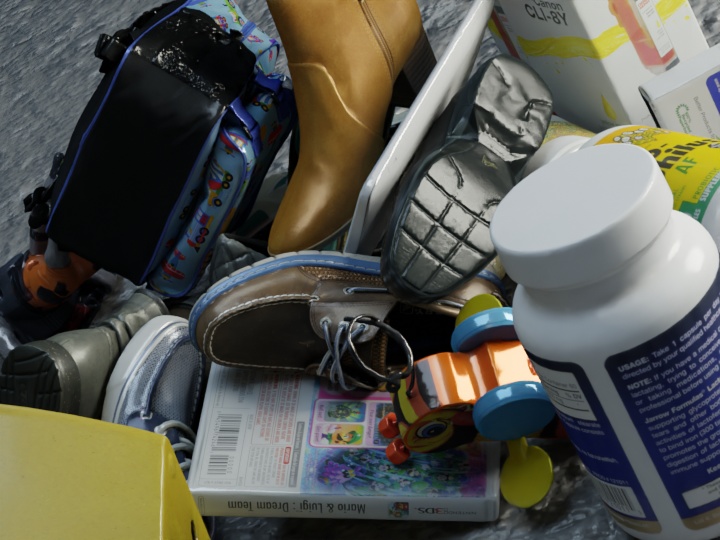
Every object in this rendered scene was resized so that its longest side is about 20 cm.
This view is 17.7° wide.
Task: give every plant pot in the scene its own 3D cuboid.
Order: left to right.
[{"bbox_3d":[-0.175,0.190,1.266,0.176,0.200,0.200,-9,49,6],"label":"plant pot"}]

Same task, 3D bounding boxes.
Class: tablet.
[{"bbox_3d":[0.037,-0.085,1.490,0.014,0.130,0.200,27,58,6],"label":"tablet"}]

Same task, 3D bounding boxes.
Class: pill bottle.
[{"bbox_3d":[0.150,0.039,1.228,0.116,0.200,0.116,-22,29,13],"label":"pill bottle"},{"bbox_3d":[0.186,-0.028,1.398,0.113,0.113,0.200,-41,30,-21],"label":"pill bottle"}]

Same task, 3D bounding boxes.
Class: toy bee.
[{"bbox_3d":[0.061,0.068,1.330,0.109,0.200,0.131,-50,24,44],"label":"toy bee"}]

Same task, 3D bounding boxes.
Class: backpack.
[{"bbox_3d":[-0.121,-0.101,1.606,0.183,0.135,0.200,-61,-1,31],"label":"backpack"}]

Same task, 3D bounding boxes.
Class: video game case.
[{"bbox_3d":[-0.005,0.083,1.414,0.182,0.024,0.200,1,33,4],"label":"video game case"}]

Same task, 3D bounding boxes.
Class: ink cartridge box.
[{"bbox_3d":[0.154,-0.168,1.564,0.083,0.200,0.145,-37,29,-15],"label":"ink cartridge box"},{"bbox_3d":[0.286,-0.121,1.478,0.200,0.095,0.037,-27,27,4],"label":"ink cartridge box"}]

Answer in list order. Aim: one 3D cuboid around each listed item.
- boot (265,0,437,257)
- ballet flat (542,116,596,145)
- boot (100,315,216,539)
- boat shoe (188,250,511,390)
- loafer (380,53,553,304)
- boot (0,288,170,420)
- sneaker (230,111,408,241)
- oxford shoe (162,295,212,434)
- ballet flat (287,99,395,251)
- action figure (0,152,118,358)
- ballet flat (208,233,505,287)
[{"bbox_3d":[-0.029,-0.119,1.494,0.071,0.144,0.201,5,50,43],"label":"boot"},{"bbox_3d":[0.095,-0.078,1.574,0.200,0.071,0.071,-14,31,40],"label":"ballet flat"},{"bbox_3d":[-0.118,0.126,1.430,0.090,0.073,0.200,5,71,38],"label":"boot"},{"bbox_3d":[-0.003,0.032,1.404,0.200,0.072,0.072,-8,35,-11],"label":"boat shoe"},{"bbox_3d":[0.058,-0.046,1.430,0.072,0.073,0.200,-38,15,48],"label":"loafer"},{"bbox_3d":[-0.181,0.114,1.496,0.068,0.200,0.131,32,30,24],"label":"boot"},{"bbox_3d":[-0.031,-0.061,1.692,0.200,0.070,0.093,-38,35,-11],"label":"sneaker"},{"bbox_3d":[-0.107,0.073,1.543,0.084,0.073,0.200,-38,29,-13],"label":"oxford shoe"},{"bbox_3d":[-0.017,-0.065,1.606,0.071,0.071,0.200,14,89,52],"label":"ballet flat"},{"bbox_3d":[-0.228,-0.007,1.730,0.193,0.105,0.200,-45,11,34],"label":"action figure"},{"bbox_3d":[0.000,0.000,1.528,0.200,0.057,0.066,-4,26,-9],"label":"ballet flat"}]
